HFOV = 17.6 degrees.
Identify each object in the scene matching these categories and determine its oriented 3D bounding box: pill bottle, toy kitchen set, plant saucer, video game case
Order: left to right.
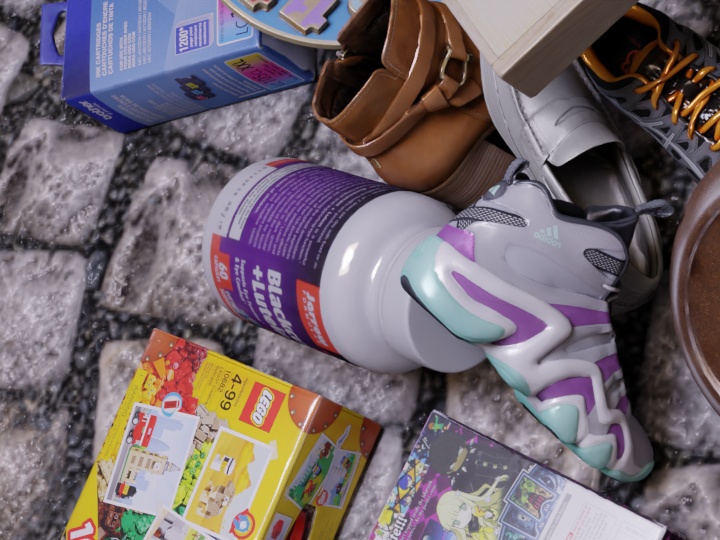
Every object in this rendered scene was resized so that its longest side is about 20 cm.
[{"bbox_3d":[0.000,0.000,1.425,0.200,0.111,0.112,18,83,51],"label":"pill bottle"},{"bbox_3d":[0.071,0.206,1.374,0.181,0.036,0.200,24,87,37],"label":"video game case"},{"bbox_3d":[0.156,-0.194,1.365,0.180,0.200,0.163,-43,55,15],"label":"toy kitchen set"},{"bbox_3d":[0.246,0.021,1.273,0.200,0.032,0.200,12,108,40],"label":"plant saucer"}]

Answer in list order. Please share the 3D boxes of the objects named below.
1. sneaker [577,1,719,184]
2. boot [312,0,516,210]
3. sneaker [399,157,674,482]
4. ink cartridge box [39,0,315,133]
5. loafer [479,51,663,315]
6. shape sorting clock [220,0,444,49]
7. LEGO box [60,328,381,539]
[{"bbox_3d":[0.194,-0.103,1.383,0.200,0.077,0.078,36,92,35],"label":"sneaker"},{"bbox_3d":[0.055,-0.146,1.438,0.077,0.155,0.200,28,90,45],"label":"boot"},{"bbox_3d":[0.134,0.020,1.320,0.140,0.200,0.078,-46,26,0],"label":"sneaker"},{"bbox_3d":[-0.132,-0.180,1.629,0.200,0.076,0.137,-13,66,31],"label":"ink cartridge box"},{"bbox_3d":[0.130,-0.072,1.385,0.200,0.070,0.070,66,153,7],"label":"loafer"},{"bbox_3d":[-0.017,-0.237,1.540,0.200,0.039,0.200,0,71,1],"label":"shape sorting clock"},{"bbox_3d":[-0.099,0.158,1.478,0.149,0.077,0.200,19,84,37],"label":"LEGO box"}]
